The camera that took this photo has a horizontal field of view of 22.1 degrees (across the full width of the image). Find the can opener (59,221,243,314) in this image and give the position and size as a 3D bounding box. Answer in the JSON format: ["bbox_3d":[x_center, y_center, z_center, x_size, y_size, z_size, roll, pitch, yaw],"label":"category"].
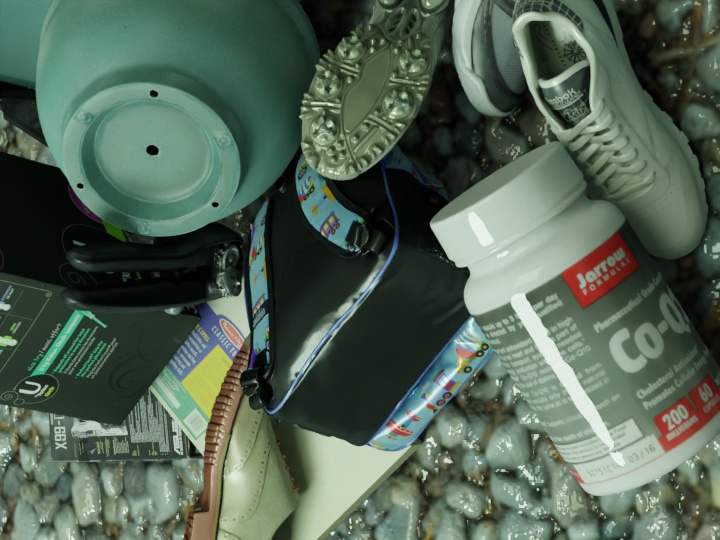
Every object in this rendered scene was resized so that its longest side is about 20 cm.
[{"bbox_3d":[-0.143,0.003,1.276,0.079,0.200,0.063,6,101,24],"label":"can opener"}]

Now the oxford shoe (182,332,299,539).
[{"bbox_3d":[-0.078,0.142,1.330,0.071,0.074,0.200,-166,89,-81],"label":"oxford shoe"}]

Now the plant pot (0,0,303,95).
[{"bbox_3d":[-0.154,-0.189,1.392,0.200,0.141,0.141,19,103,25],"label":"plant pot"}]

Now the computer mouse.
[{"bbox_3d":[-0.233,-0.121,1.474,0.200,0.138,0.053,31,93,24],"label":"computer mouse"}]

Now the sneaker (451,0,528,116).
[{"bbox_3d":[0.130,-0.193,1.203,0.114,0.075,0.200,16,102,36],"label":"sneaker"}]

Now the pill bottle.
[{"bbox_3d":[0.136,0.028,1.143,0.114,0.114,0.200,-29,97,35],"label":"pill bottle"}]

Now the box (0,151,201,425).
[{"bbox_3d":[-0.245,0.009,1.342,0.124,0.200,0.149,-52,44,26],"label":"box"}]

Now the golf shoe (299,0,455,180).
[{"bbox_3d":[0.025,-0.137,1.244,0.078,0.097,0.200,20,71,17],"label":"golf shoe"}]

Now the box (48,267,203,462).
[{"bbox_3d":[-0.185,0.053,1.473,0.158,0.050,0.200,-7,87,38],"label":"box"}]

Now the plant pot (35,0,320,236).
[{"bbox_3d":[-0.132,-0.106,1.247,0.200,0.134,0.200,3,126,3],"label":"plant pot"}]

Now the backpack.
[{"bbox_3d":[0.000,0.000,1.275,0.183,0.134,0.200,-53,29,26],"label":"backpack"}]

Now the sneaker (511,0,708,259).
[{"bbox_3d":[0.151,-0.088,1.158,0.076,0.081,0.200,-27,100,25],"label":"sneaker"}]

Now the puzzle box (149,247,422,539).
[{"bbox_3d":[-0.064,0.098,1.362,0.133,0.025,0.200,-45,74,17],"label":"puzzle box"}]
